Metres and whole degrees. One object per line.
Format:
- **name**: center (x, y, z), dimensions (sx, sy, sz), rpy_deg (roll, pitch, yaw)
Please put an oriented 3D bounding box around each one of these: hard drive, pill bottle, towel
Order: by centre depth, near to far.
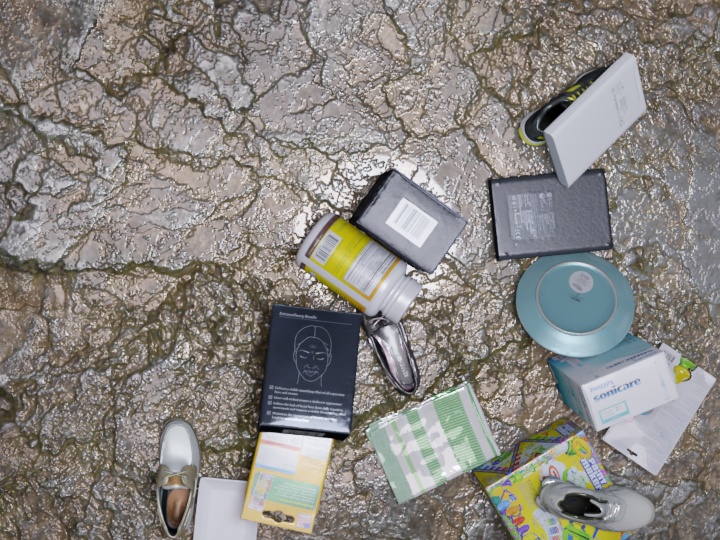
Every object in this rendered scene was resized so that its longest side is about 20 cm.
- **pill bottle**: center (0.000, 0.000, 1.678), dimensions (0.200, 0.109, 0.109), rpy_deg (35, 91, 5)
- **hard drive**: center (0.392, -0.248, 1.691), dimensions (0.200, 0.026, 0.132), rpy_deg (-43, 138, -11)
- **hard drive**: center (0.325, -0.095, 1.743), dimensions (0.200, 0.033, 0.140), rpy_deg (-6, 88, -3)
- **towel**: center (0.126, 0.297, 1.764), dimensions (0.200, 0.023, 0.153), rpy_deg (-25, 96, -2)

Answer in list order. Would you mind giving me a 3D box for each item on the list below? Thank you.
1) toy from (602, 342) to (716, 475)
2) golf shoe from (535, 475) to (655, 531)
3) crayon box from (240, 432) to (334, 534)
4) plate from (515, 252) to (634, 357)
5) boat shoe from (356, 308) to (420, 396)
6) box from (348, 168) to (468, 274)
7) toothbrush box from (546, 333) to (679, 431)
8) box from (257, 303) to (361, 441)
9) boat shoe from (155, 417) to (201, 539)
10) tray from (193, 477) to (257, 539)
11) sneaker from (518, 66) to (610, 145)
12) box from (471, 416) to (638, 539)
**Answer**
- **toy**: center (0.516, 0.239, 1.777), dimensions (0.115, 0.047, 0.200), rpy_deg (34, 88, -2)
- **golf shoe**: center (0.385, 0.385, 1.632), dimensions (0.200, 0.097, 0.078), rpy_deg (9, 90, -7)
- **crayon box**: center (-0.120, 0.329, 1.721), dimensions (0.126, 0.052, 0.200), rpy_deg (14, 83, -5)
- **plate**: center (0.362, 0.050, 1.716), dimensions (0.200, 0.026, 0.200), rpy_deg (-2, 64, 3)
- **boat shoe**: center (0.051, 0.120, 1.730), dimensions (0.067, 0.057, 0.200), rpy_deg (-25, 95, -2)
- **box**: center (0.073, -0.079, 1.648), dimensions (0.148, 0.200, 0.104), rpy_deg (35, 90, -6)
- **toothbrush box**: center (0.413, 0.177, 1.687), dimensions (0.146, 0.200, 0.085), rpy_deg (-22, 98, -3)
- **box**: center (-0.084, 0.168, 1.671), dimensions (0.148, 0.107, 0.200), rpy_deg (7, 75, -6)
- **boat shoe**: center (-0.306, 0.350, 1.714), dimensions (0.075, 0.068, 0.200), rpy_deg (-2, 94, -4)
- **tray**: center (-0.232, 0.454, 1.749), dimensions (0.107, 0.022, 0.200), rpy_deg (6, 93, -4)
- **sneaker**: center (0.363, -0.274, 1.714), dimensions (0.200, 0.085, 0.075), rpy_deg (-36, 96, -1)
- **box**: center (0.329, 0.391, 1.735), dimensions (0.192, 0.122, 0.200), rpy_deg (-29, 95, -2)
